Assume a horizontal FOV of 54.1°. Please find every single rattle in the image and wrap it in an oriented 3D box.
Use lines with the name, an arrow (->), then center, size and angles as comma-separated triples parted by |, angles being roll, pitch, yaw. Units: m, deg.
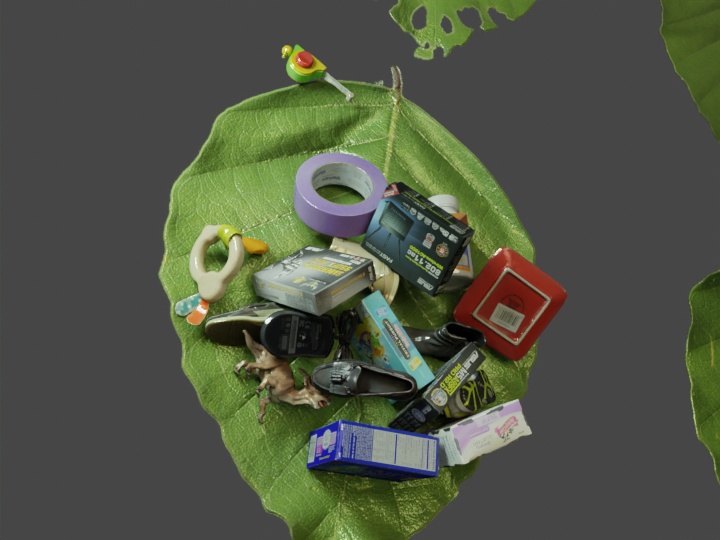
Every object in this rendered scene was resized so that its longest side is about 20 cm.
rattle -> -0.272, 0.019, 1.397 | 0.129, 0.143, 0.202 | 6, 79, 14

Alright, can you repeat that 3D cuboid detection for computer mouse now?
computer mouse -> -0.105, 0.129, 1.343 | 0.198, 0.053, 0.140 | 13, 87, -28

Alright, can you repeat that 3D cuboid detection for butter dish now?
butter dish -> 0.319, 0.062, 1.576 | 0.199, 0.148, 0.200 | 33, 98, -12

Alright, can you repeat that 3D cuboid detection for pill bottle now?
pill bottle -> 0.190, -0.062, 1.586 | 0.111, 0.112, 0.202 | 5, 65, -21

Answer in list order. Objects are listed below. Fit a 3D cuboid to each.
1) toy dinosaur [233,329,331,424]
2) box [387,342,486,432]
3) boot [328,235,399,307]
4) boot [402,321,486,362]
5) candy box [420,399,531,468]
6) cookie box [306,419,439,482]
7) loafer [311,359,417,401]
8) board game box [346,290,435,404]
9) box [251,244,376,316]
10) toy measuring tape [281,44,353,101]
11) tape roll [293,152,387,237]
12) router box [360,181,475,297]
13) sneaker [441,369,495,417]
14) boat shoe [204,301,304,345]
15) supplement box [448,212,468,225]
toy dinosaur -> -0.154, 0.198, 1.340 | 0.135, 0.086, 0.201 | -24, 75, -30
box -> 0.147, 0.239, 1.382 | 0.044, 0.200, 0.160 | 43, 57, 6
boot -> 0.000, 0.000, 1.467 | 0.154, 0.073, 0.201 | 20, 33, -13
boot -> 0.150, 0.136, 1.469 | 0.198, 0.132, 0.071 | 7, 66, -20
candy box -> 0.203, 0.324, 1.369 | 0.166, 0.200, 0.072 | -14, 77, -28
cookie box -> 0.021, 0.338, 1.304 | 0.198, 0.171, 0.076 | 14, 66, -18
loafer -> 0.008, 0.199, 1.289 | 0.198, 0.063, 0.073 | 6, 77, 1
board game box -> 0.048, 0.156, 1.403 | 0.047, 0.151, 0.201 | -29, 81, -27
box -> -0.093, 0.014, 1.379 | 0.158, 0.199, 0.049 | -29, 119, -36
toy measuring tape -> -0.109, -0.452, 1.651 | 0.200, 0.074, 0.074 | 40, 58, -3
tape roll -> -0.043, -0.165, 1.516 | 0.198, 0.066, 0.202 | 6, 48, -7
router box -> 0.113, -0.065, 1.436 | 0.199, 0.151, 0.062 | 36, 31, 20
sneaker -> 0.221, 0.256, 1.459 | 0.199, 0.076, 0.076 | 3, 61, -61
boat shoe -> -0.203, 0.097, 1.375 | 0.199, 0.072, 0.066 | -4, 42, -15
supplement box -> 0.131, -0.084, 1.508 | 0.069, 0.198, 0.067 | -40, 124, -47
